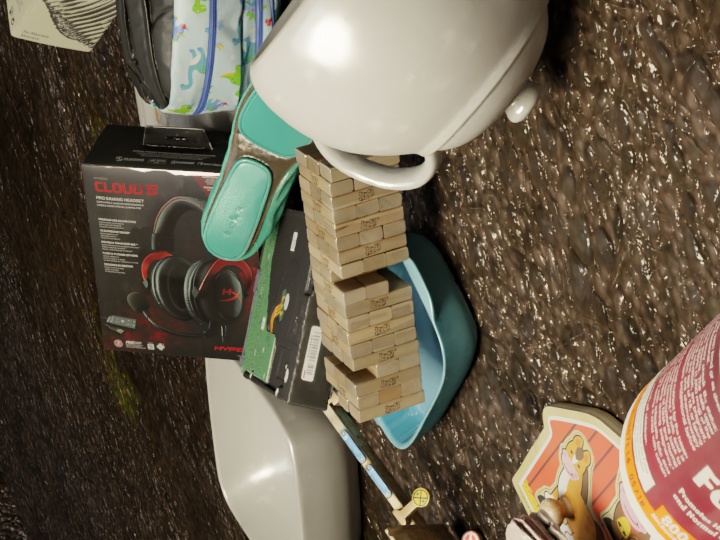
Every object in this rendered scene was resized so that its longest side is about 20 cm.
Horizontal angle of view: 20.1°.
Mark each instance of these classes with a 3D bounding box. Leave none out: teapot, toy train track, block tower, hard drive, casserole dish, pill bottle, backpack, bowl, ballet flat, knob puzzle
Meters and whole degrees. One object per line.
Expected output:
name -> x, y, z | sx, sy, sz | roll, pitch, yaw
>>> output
teapot -> 0.039, -0.134, 1.158 | 0.146, 0.198, 0.200 | 37, -174, -9
toy train track -> 0.033, 0.158, 1.504 | 0.200, 0.033, 0.114 | 52, -165, 20
block tower -> 0.000, 0.000, 1.386 | 0.054, 0.057, 0.202 | 37, 138, 56
hard drive -> -0.046, 0.025, 1.542 | 0.200, 0.037, 0.141 | -168, 90, -75
casserole dish -> 0.036, 0.048, 1.461 | 0.122, 0.038, 0.200 | 63, 158, 21
pill bottle -> 0.204, 0.063, 0.942 | 0.115, 0.113, 0.200 | 65, 159, 17
backpack -> -0.126, -0.217, 1.543 | 0.163, 0.152, 0.202 | 34, 116, 55
bowl -> -0.061, 0.162, 1.751 | 0.200, 0.074, 0.202 | 46, 148, 50
ballet flat -> -0.068, -0.099, 1.545 | 0.201, 0.067, 0.071 | -62, 3, 30
knob puzzle -> 0.155, 0.174, 1.274 | 0.220, 0.030, 0.221 | 51, 151, 44

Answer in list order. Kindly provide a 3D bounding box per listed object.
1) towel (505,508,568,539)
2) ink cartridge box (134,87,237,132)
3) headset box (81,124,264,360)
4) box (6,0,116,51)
towel -> 0.156, 0.266, 1.281 | 0.191, 0.032, 0.201 | 40, 146, 26
ink cartridge box -> -0.148, -0.166, 1.744 | 0.176, 0.044, 0.202 | 39, 141, 55
headset box -> -0.144, -0.031, 1.679 | 0.075, 0.147, 0.202 | -69, -20, -57
box -> -0.224, -0.271, 1.702 | 0.200, 0.081, 0.069 | -45, 47, 47
